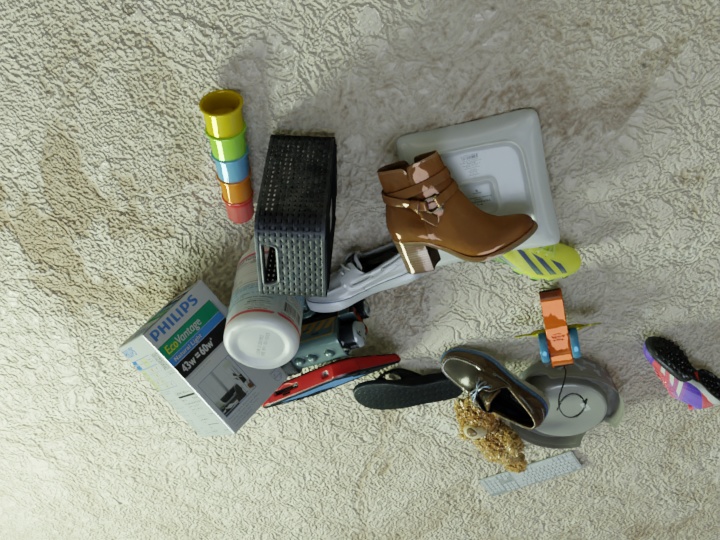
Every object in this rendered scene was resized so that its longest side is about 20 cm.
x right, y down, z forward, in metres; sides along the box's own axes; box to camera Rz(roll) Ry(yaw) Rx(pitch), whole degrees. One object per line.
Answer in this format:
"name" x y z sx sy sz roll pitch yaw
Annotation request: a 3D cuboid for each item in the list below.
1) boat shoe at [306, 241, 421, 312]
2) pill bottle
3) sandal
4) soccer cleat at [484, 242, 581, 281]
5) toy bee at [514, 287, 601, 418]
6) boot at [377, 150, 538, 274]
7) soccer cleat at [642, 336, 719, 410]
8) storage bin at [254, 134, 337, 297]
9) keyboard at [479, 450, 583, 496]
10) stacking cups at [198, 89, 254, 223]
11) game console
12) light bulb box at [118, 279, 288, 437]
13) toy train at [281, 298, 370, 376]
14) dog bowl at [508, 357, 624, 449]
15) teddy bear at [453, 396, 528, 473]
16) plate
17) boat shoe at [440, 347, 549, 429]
"boat shoe" 0.000 0.000 1.407 0.198 0.074 0.066 -23 125 10
"pill bottle" -0.134 0.035 1.350 0.107 0.202 0.110 2 134 2
"sandal" 0.082 0.201 1.609 0.197 0.048 0.076 -3 134 -11
"soccer cleat" 0.237 -0.040 1.350 0.197 0.065 0.084 14 131 -9
"toy bee" 0.311 0.115 1.483 0.129 0.109 0.203 10 109 5
"boot" 0.125 -0.088 1.231 0.197 0.074 0.157 -15 108 13
"soccer cleat" 0.525 0.178 1.540 0.199 0.069 0.073 32 132 -27
"storage bin" -0.082 -0.075 1.241 0.092 0.202 0.136 3 134 2
"keyboard" 0.330 0.396 1.796 0.198 0.011 0.056 -24 128 24
"stacking cups" -0.183 -0.150 1.278 0.060 0.061 0.202 2 135 2
"game console" -0.051 0.183 1.532 0.198 0.031 0.176 -24 165 30
"light bulb box" -0.246 0.141 1.420 0.200 0.125 0.198 49 154 -9
"toy train" -0.076 0.104 1.472 0.197 0.115 0.086 -15 132 18
"dog bowl" 0.353 0.227 1.600 0.197 0.059 0.202 2 134 2
"teddy bear" 0.229 0.301 1.646 0.144 0.067 0.201 35 162 30
"plate" 0.163 -0.105 1.273 0.197 0.032 0.202 -10 113 14
"boat shoe" 0.217 0.194 1.527 0.198 0.072 0.073 26 117 13
